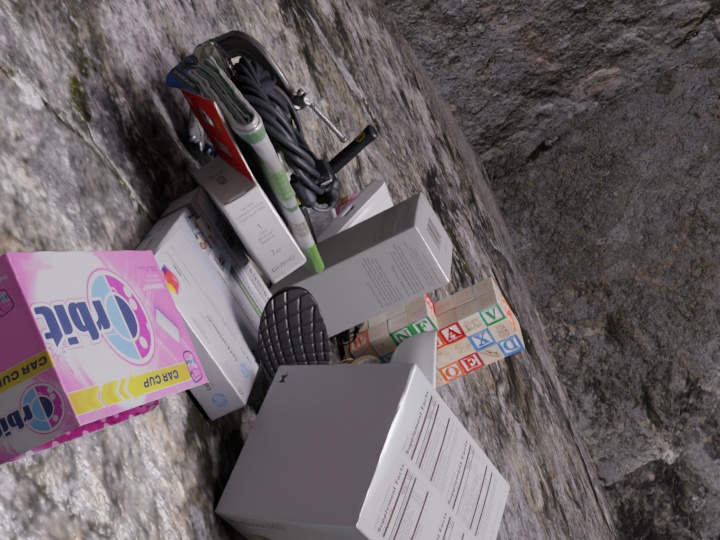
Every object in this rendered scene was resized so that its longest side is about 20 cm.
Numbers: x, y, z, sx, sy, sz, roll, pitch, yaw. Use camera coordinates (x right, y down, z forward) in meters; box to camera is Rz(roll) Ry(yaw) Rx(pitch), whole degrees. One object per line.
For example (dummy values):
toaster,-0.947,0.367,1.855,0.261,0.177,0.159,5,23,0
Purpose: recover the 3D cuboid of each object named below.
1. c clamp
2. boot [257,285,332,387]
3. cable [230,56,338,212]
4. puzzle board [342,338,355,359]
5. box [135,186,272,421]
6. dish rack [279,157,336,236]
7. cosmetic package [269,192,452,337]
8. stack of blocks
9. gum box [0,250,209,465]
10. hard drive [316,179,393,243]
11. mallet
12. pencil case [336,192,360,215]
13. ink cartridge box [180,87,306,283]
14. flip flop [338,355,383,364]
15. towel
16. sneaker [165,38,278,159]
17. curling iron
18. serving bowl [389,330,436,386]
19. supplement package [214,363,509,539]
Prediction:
c clamp,-0.124,-0.215,1.190,0.200,0.027,0.171,10,-36,53
boot,-0.062,0.084,0.988,0.132,0.069,0.201,-104,-175,-62
cable,-0.092,-0.154,1.057,0.163,0.051,0.200,50,11,-39
puzzle board,0.026,0.193,1.282,0.151,0.017,0.201,45,24,-49
box,-0.145,0.024,0.923,0.156,0.041,0.200,58,15,-19
dish rack,-0.084,-0.086,1.306,0.200,0.043,0.172,40,28,-57
cosmetic package,0.000,0.000,1.142,0.085,0.199,0.108,57,21,-19
stack of blocks,0.098,0.086,1.283,0.115,0.199,0.059,55,18,-31
gum box,-0.189,0.051,0.681,0.114,0.066,0.200,65,15,5
hard drive,0.015,-0.004,1.317,0.132,0.027,0.200,-48,135,-28
mallet,-0.058,-0.106,1.141,0.041,0.200,0.066,25,28,-44
pencil case,0.013,-0.029,1.474,0.201,0.086,0.083,-99,-164,-46
ink cartridge box,-0.137,-0.091,0.987,0.177,0.045,0.200,60,-9,-21
flip flop,-0.007,0.133,1.148,0.200,0.057,0.082,13,86,-84
towel,-0.103,-0.100,0.975,0.149,0.031,0.200,53,-11,45
sneaker,-0.153,-0.154,1.110,0.201,0.085,0.077,64,6,-8
curling iron,-0.043,0.006,1.227,0.026,0.049,0.201,-64,139,-58
serving bowl,0.058,0.173,1.187,0.200,0.065,0.201,1,90,-86
supplement package,0.009,0.200,0.862,0.200,0.151,0.151,53,47,-37
